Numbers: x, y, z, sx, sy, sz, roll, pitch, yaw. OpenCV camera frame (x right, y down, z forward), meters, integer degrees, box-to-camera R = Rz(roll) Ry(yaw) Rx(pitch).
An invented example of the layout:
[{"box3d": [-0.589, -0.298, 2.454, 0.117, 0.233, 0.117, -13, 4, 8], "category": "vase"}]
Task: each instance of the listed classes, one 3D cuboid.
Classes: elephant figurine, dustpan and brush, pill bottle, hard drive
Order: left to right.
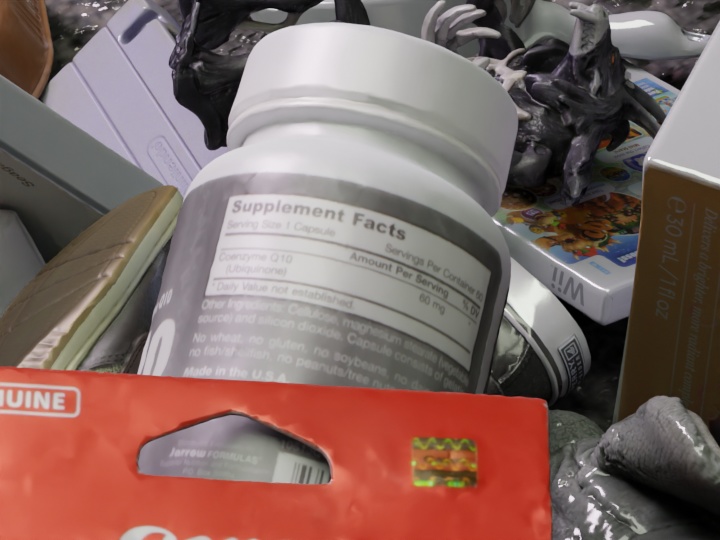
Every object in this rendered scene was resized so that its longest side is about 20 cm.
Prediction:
[{"box3d": [-0.180, -0.034, 1.148, 0.200, 0.132, 0.027, -5, 63, 39], "category": "hard drive"}, {"box3d": [-0.014, 0.028, 0.974, 0.114, 0.114, 0.200, 6, 67, 19], "category": "pill bottle"}, {"box3d": [0.049, -0.112, 1.242, 0.200, 0.057, 0.140, -2, 26, 1], "category": "dustpan and brush"}, {"box3d": [0.093, 0.106, 0.938, 0.141, 0.155, 0.200, -34, 64, -30], "category": "elephant figurine"}]

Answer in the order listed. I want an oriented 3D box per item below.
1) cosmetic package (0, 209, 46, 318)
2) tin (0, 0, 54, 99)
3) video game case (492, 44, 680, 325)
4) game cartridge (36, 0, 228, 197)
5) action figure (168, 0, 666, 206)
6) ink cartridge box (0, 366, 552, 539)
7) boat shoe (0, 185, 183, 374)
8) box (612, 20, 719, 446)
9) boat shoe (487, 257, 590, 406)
[{"box3d": [-0.191, 0.072, 1.093, 0.101, 0.074, 0.200, 5, 52, 27], "category": "cosmetic package"}, {"box3d": [-0.189, -0.097, 1.289, 0.112, 0.042, 0.200, -31, 31, 7], "category": "tin"}, {"box3d": [0.079, -0.048, 1.196, 0.143, 0.018, 0.200, -19, 38, -36], "category": "video game case"}, {"box3d": [-0.088, -0.009, 1.173, 0.130, 0.038, 0.200, -48, 42, 12], "category": "game cartridge"}, {"box3d": [0.030, -0.085, 1.125, 0.200, 0.102, 0.119, 7, 38, -6], "category": "action figure"}, {"box3d": [-0.034, 0.100, 0.847, 0.200, 0.044, 0.174, 4, 62, -7], "category": "ink cartridge box"}, {"box3d": [-0.099, 0.054, 1.009, 0.072, 0.066, 0.201, -27, 24, 41], "category": "boat shoe"}, {"box3d": [0.199, 0.011, 1.008, 0.200, 0.152, 0.106, 19, 50, 17], "category": "box"}, {"box3d": [0.000, 0.000, 1.153, 0.064, 0.071, 0.200, -35, 45, -21], "category": "boat shoe"}]
